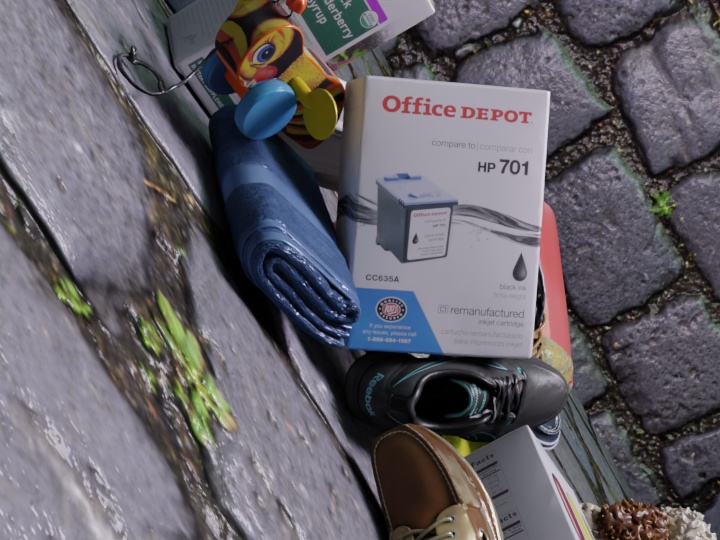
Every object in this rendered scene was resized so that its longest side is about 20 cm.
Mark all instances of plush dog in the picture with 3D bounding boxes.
[{"bbox_3d":[0.197,0.265,1.256,0.172,0.199,0.161,52,33,-36],"label":"plush dog"}]

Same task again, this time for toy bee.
[{"bbox_3d":[-0.061,-0.147,1.026,0.131,0.109,0.200,46,19,8],"label":"toy bee"}]

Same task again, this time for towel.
[{"bbox_3d":[-0.061,-0.036,1.047,0.112,0.048,0.200,45,15,-34],"label":"towel"}]

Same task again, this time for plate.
[{"bbox_3d":[0.000,-0.086,1.281,0.200,0.199,0.033,27,79,-76],"label":"plate"}]

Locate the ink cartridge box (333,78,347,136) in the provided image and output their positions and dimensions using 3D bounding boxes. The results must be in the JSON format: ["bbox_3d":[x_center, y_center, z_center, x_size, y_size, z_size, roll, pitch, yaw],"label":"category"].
[{"bbox_3d":[-0.016,-0.131,1.286,0.199,0.045,0.176,19,-2,-42],"label":"ink cartridge box"}]

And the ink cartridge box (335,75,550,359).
[{"bbox_3d":[0.058,-0.040,1.093,0.086,0.145,0.202,-151,-116,-80],"label":"ink cartridge box"}]

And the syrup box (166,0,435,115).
[{"bbox_3d":[-0.049,-0.204,1.158,0.079,0.199,0.082,55,11,-38],"label":"syrup box"}]

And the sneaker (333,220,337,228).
[{"bbox_3d":[0.000,0.000,1.231,0.199,0.095,0.080,-5,79,-54],"label":"sneaker"}]

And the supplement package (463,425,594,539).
[{"bbox_3d":[0.129,0.240,1.097,0.114,0.109,0.201,53,12,-45],"label":"supplement package"}]

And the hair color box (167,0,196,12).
[{"bbox_3d":[-0.166,-0.296,1.230,0.200,0.060,0.099,53,12,-40],"label":"hair color box"}]

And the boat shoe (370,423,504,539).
[{"bbox_3d":[0.062,0.197,0.977,0.201,0.075,0.074,63,12,16],"label":"boat shoe"}]

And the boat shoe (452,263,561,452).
[{"bbox_3d":[0.125,0.056,1.190,0.201,0.091,0.071,56,37,-7],"label":"boat shoe"}]

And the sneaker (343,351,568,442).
[{"bbox_3d":[0.086,0.101,1.105,0.079,0.199,0.076,10,-82,58],"label":"sneaker"}]

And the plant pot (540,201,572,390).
[{"bbox_3d":[0.117,0.048,1.417,0.200,0.199,0.178,44,30,-62],"label":"plant pot"}]

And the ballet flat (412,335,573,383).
[{"bbox_3d":[0.097,0.070,1.283,0.199,0.071,0.071,18,16,-5],"label":"ballet flat"}]

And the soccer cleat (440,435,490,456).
[{"bbox_3d":[0.064,0.152,1.217,0.084,0.064,0.200,-68,152,-28],"label":"soccer cleat"}]
